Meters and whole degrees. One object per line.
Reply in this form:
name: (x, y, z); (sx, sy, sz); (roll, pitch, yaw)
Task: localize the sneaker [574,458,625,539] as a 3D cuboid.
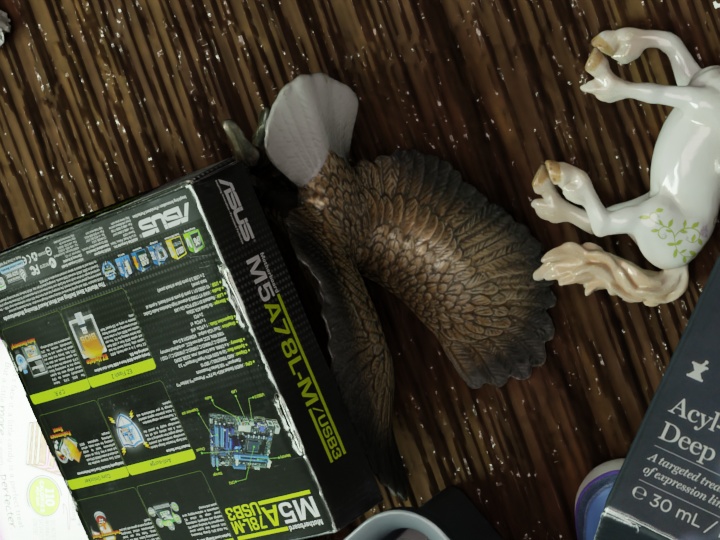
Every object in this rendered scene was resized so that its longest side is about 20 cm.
sneaker: (0.171, 0.206, 1.221); (0.080, 0.146, 0.201); (-28, 92, 18)

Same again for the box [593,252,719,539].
box: (0.215, 0.081, 1.097); (0.147, 0.107, 0.201); (24, 65, 10)

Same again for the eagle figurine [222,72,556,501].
eagle figurine: (0.001, 0.002, 1.245); (0.200, 0.151, 0.152); (41, 99, 17)

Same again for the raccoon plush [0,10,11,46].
raccoon plush: (-0.293, -0.194, 1.279); (0.199, 0.134, 0.097); (29, 105, 8)

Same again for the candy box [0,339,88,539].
candy box: (-0.184, 0.100, 1.343); (0.198, 0.061, 0.138); (3, 100, 15)

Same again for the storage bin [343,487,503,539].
storage bin: (0.055, 0.223, 1.263); (0.145, 0.134, 0.200); (-42, 87, 18)

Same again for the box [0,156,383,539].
box: (-0.102, 0.058, 1.211); (0.199, 0.047, 0.194); (-18, 99, 45)

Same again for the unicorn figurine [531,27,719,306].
unicorn figurine: (0.176, -0.070, 1.217); (0.136, 0.074, 0.201); (22, 119, 0)
